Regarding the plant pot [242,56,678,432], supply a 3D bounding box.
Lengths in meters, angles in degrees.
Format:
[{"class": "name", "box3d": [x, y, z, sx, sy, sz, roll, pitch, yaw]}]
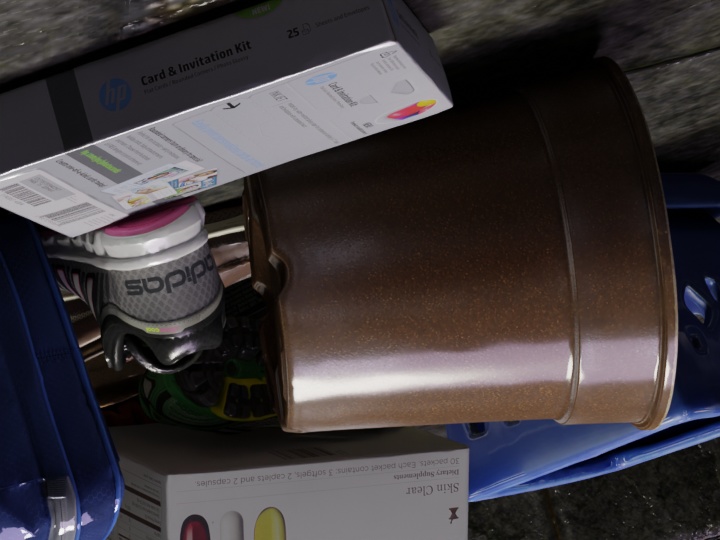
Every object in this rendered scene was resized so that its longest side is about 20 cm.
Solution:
[{"class": "plant pot", "box3d": [0.045, -0.003, 1.310, 0.198, 0.201, 0.200, -7, 168, -7]}]

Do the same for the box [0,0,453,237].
[{"class": "box", "box3d": [-0.068, -0.073, 1.129, 0.200, 0.041, 0.156, -17, 170, 9]}]

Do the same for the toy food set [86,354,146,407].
[{"class": "toy food set", "box3d": [-0.160, 0.063, 1.666, 0.198, 0.049, 0.200, -23, 169, 29]}]

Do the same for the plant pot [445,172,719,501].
[{"class": "plant pot", "box3d": [0.170, 0.038, 1.696, 0.200, 0.180, 0.200, -25, 166, 37]}]

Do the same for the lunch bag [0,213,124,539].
[{"class": "lunch bag", "box3d": [-0.196, 0.077, 1.270, 0.132, 0.200, 0.136, -15, 165, -24]}]

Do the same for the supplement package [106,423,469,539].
[{"class": "supplement package", "box3d": [-0.056, 0.156, 1.523, 0.200, 0.111, 0.156, -4, -172, -26]}]

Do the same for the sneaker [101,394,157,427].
[{"class": "sneaker", "box3d": [-0.165, 0.121, 1.613, 0.200, 0.071, 0.098, -16, 169, -24]}]

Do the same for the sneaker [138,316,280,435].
[{"class": "sneaker", "box3d": [-0.049, 0.062, 1.528, 0.200, 0.078, 0.085, 5, 165, -41]}]

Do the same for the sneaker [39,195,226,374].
[{"class": "sneaker", "box3d": [-0.118, 0.012, 1.297, 0.074, 0.088, 0.200, -18, -175, -19]}]

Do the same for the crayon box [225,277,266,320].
[{"class": "crayon box", "box3d": [0.000, 0.000, 1.584, 0.200, 0.051, 0.127, -6, 165, -43]}]

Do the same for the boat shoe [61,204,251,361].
[{"class": "boat shoe", "box3d": [-0.122, 0.022, 1.437, 0.202, 0.075, 0.075, -18, 170, 6]}]
